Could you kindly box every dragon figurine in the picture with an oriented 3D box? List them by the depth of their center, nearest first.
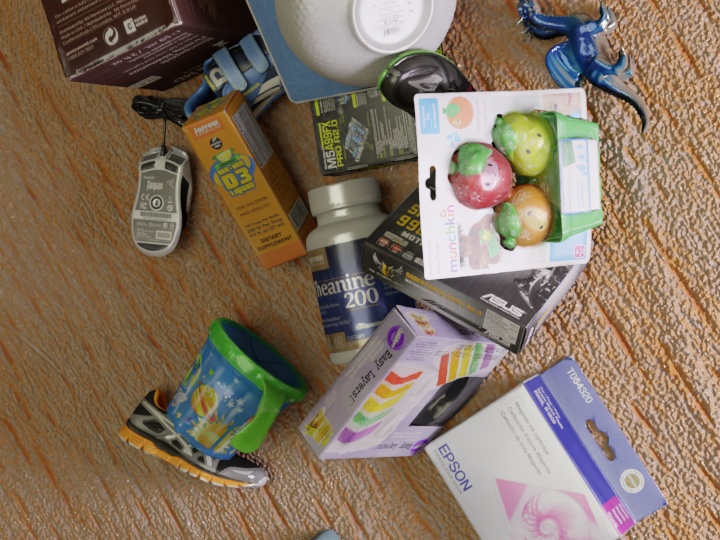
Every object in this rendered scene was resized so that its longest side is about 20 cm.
[{"bbox_3d":[0.236,-0.220,1.312,0.099,0.059,0.200,-26,83,23],"label":"dragon figurine"}]

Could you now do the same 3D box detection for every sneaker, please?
[{"bbox_3d":[0.103,-0.166,1.304,0.077,0.200,0.084,-52,34,14],"label":"sneaker"},{"bbox_3d":[-0.131,-0.232,1.438,0.200,0.082,0.074,-48,57,30],"label":"sneaker"},{"bbox_3d":[-0.202,0.213,1.526,0.200,0.078,0.077,23,82,13],"label":"sneaker"}]

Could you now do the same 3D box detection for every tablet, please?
[{"bbox_3d":[-0.054,-0.277,1.349,0.130,0.014,0.200,-7,127,23],"label":"tablet"}]

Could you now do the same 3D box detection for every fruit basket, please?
[{"bbox_3d":[0.151,-0.090,1.243,0.094,0.200,0.186,5,99,60],"label":"fruit basket"}]

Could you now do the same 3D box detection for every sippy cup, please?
[{"bbox_3d":[-0.154,0.147,1.452,0.140,0.178,0.130,39,96,5],"label":"sippy cup"}]

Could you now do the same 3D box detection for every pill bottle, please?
[{"bbox_3d":[0.000,0.000,1.401,0.111,0.111,0.200,-13,89,24],"label":"pill bottle"}]

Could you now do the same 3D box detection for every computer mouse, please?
[{"bbox_3d":[-0.244,-0.116,1.538,0.109,0.044,0.200,7,91,18],"label":"computer mouse"}]

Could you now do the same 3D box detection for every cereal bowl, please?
[{"bbox_3d":[0.017,-0.282,1.278,0.083,0.200,0.200,43,113,54],"label":"cereal bowl"}]

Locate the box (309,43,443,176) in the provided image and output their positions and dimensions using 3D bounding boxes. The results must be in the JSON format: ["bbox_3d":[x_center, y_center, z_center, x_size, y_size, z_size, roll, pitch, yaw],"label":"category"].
[{"bbox_3d":[0.018,-0.220,1.415,0.160,0.044,0.200,-9,89,24],"label":"box"}]

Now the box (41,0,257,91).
[{"bbox_3d":[-0.247,-0.319,1.438,0.166,0.200,0.165,-21,85,24],"label":"box"}]

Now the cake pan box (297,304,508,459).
[{"bbox_3d":[0.052,0.126,1.343,0.184,0.200,0.052,-50,59,20],"label":"cake pan box"}]

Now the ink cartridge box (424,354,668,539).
[{"bbox_3d":[0.202,0.228,1.368,0.200,0.043,0.197,-37,79,22],"label":"ink cartridge box"}]

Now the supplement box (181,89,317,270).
[{"bbox_3d":[-0.126,-0.104,1.431,0.066,0.069,0.200,-21,111,24],"label":"supplement box"}]

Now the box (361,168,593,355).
[{"bbox_3d":[0.125,-0.016,1.323,0.200,0.158,0.048,29,141,19],"label":"box"}]

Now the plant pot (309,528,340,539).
[{"bbox_3d":[-0.092,0.451,1.423,0.196,0.200,0.197,-38,79,20],"label":"plant pot"}]
